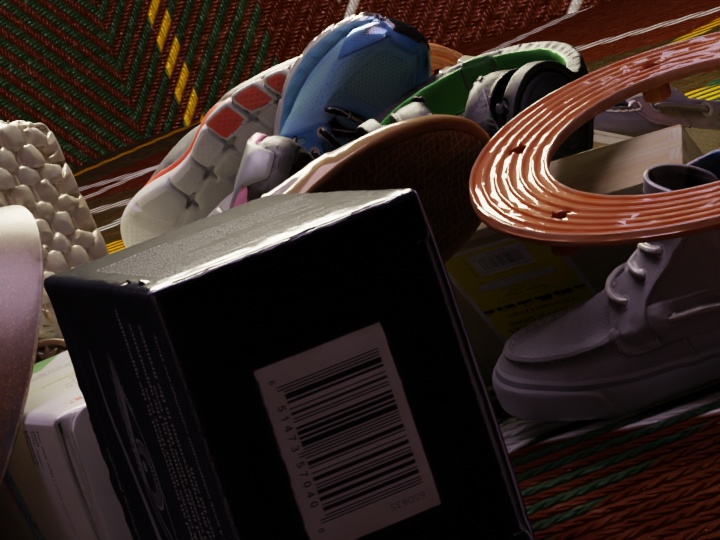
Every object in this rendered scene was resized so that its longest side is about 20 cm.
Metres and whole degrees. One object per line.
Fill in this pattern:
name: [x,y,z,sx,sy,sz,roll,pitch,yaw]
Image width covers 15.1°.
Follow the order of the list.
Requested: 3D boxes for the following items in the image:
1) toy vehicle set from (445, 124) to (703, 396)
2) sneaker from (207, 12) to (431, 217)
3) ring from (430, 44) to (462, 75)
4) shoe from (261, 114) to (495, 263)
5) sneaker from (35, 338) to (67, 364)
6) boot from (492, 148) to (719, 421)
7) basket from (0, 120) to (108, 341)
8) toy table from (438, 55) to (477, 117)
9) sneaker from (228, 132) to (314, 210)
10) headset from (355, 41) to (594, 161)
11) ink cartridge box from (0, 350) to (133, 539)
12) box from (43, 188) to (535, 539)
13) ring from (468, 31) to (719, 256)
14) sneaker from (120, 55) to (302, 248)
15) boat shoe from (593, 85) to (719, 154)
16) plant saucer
toy vehicle set: [0.079,0.004,1.237,0.199,0.124,0.027,-16,51,23]
sneaker: [-0.019,-0.043,1.458,0.201,0.078,0.090,-60,21,18]
ring: [-0.005,-0.064,1.702,0.199,0.201,0.019,-22,51,-21]
shoe: [-0.029,-0.008,1.147,0.199,0.070,0.053,-33,25,-21]
sneaker: [-0.200,0.109,1.407,0.199,0.067,0.090,-32,-25,14]
boot: [0.134,-0.003,1.152,0.199,0.096,0.074,-16,26,23]
basket: [-0.222,-0.003,1.453,0.123,0.136,0.200,-26,-2,12]
toy table: [0.055,-0.063,1.582,0.182,0.118,0.200,6,7,-6]
sneaker: [0.000,0.000,1.310,0.095,0.080,0.200,4,-29,23]
headset: [0.051,-0.071,1.343,0.123,0.094,0.200,-19,24,15]
ink cartridge box: [-0.095,0.077,1.249,0.144,0.085,0.200,-23,8,-23]
box: [-0.031,0.055,1.003,0.104,0.149,0.200,-21,8,-15]
ring: [0.141,-0.054,1.112,0.199,0.019,0.201,-15,22,6]
sneaker: [-0.062,-0.078,1.551,0.199,0.077,0.082,-33,24,31]
boat shoe: [0.157,-0.071,1.486,0.199,0.065,0.072,5,-26,-31]
plant saucer: [-0.199,0.062,1.250,0.034,0.202,0.200,17,-9,-24]
